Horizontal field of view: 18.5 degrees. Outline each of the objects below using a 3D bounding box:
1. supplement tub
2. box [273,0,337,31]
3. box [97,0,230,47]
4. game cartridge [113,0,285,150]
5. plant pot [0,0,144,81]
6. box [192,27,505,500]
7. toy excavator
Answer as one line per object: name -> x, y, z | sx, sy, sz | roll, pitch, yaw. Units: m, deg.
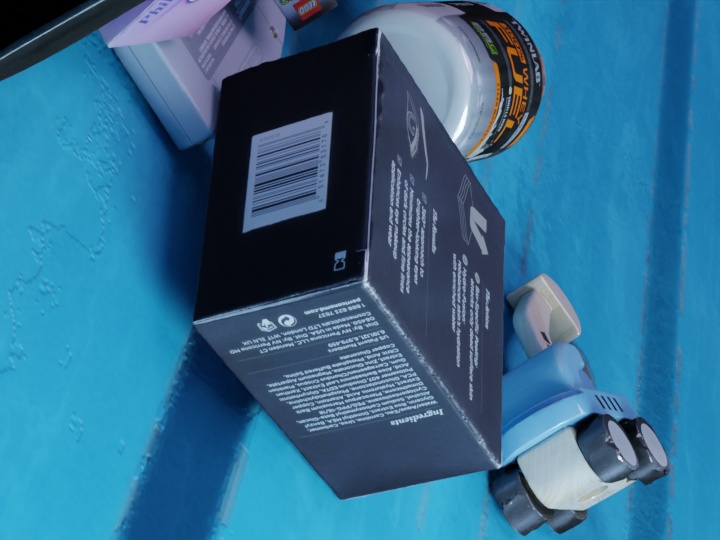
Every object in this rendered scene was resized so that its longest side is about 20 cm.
supplement tub -> 0.061, -0.137, 1.627 | 0.123, 0.122, 0.200 | 67, 24, 2
box -> -0.080, -0.257, 1.460 | 0.110, 0.035, 0.200 | 54, 7, -44
box -> -0.114, -0.262, 1.262 | 0.200, 0.176, 0.097 | 57, 29, 8
game cartridge -> -0.106, -0.162, 1.413 | 0.134, 0.040, 0.200 | 54, 27, -17
plant pot -> -0.154, -0.214, 1.134 | 0.177, 0.199, 0.200 | -18, 84, -60
box -> 0.000, 0.000, 1.344 | 0.200, 0.117, 0.197 | 53, 31, -43
toy excavator -> 0.145, 0.086, 1.652 | 0.194, 0.100, 0.201 | 13, 48, -63
